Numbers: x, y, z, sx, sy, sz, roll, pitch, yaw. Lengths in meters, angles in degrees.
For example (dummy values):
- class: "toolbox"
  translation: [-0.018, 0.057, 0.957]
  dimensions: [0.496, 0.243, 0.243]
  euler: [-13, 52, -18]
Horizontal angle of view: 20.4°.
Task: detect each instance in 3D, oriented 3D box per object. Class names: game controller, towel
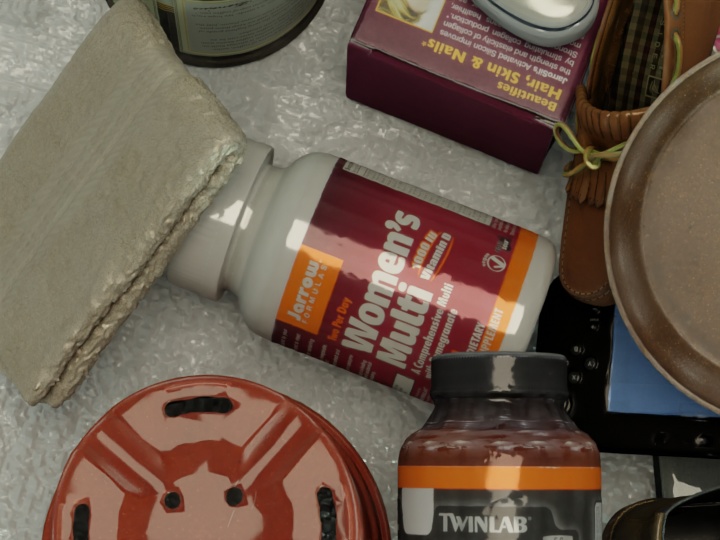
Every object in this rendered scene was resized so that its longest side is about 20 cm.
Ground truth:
- class: "game controller"
  translation: [0.190, 0.049, 1.077]
  dimensions: [0.198, 0.042, 0.105]
  euler: [1, 86, 23]
- class: "towel"
  translation: [-0.148, -0.034, 1.092]
  dimensions: [0.200, 0.034, 0.133]
  euler: [-51, 55, 17]

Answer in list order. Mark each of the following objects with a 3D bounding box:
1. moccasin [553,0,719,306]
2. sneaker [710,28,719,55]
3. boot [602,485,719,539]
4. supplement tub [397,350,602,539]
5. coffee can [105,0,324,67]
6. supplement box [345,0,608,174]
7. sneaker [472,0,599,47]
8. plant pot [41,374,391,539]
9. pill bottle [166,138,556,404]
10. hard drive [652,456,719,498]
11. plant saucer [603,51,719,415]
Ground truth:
- class: "moccasin"
  translation: [0.143, -0.080, 1.064]
  dimensions: [0.073, 0.077, 0.203]
  euler: [30, 108, 43]
- class: "sneaker"
  translation: [0.212, -0.079, 1.108]
  dimensions: [0.073, 0.088, 0.200]
  euler: [-3, 38, -37]
- class: "boot"
  translation: [0.232, 0.148, 1.058]
  dimensions: [0.198, 0.097, 0.075]
  euler: [-1, 78, -2]
- class: "supplement tub"
  translation: [0.070, 0.143, 1.009]
  dimensions: [0.106, 0.107, 0.202]
  euler: [0, 84, -2]
- class: "coffee can"
  translation: [-0.082, -0.213, 1.105]
  dimensions: [0.145, 0.200, 0.148]
  euler: [1, 78, -3]
- class: "supplement box"
  translation: [0.086, -0.178, 1.153]
  dimensions: [0.130, 0.103, 0.201]
  euler: [23, 77, 3]
- class: "sneaker"
  translation: [0.064, -0.212, 1.071]
  dimensions: [0.073, 0.071, 0.201]
  euler: [-30, 79, -7]
- class: "plant pot"
  translation: [-0.076, 0.141, 1.031]
  dimensions: [0.199, 0.195, 0.203]
  euler: [1, 78, -3]
- class: "pill bottle"
  translation: [0.000, 0.000, 1.109]
  dimensions: [0.199, 0.110, 0.110]
  euler: [21, 78, 2]
- class: "hard drive"
  translation: [0.240, 0.178, 1.119]
  dimensions: [0.138, 0.033, 0.202]
  euler: [-3, 78, -3]
- class: "plant saucer"
  translation: [0.223, -0.020, 1.012]
  dimensions: [0.198, 0.034, 0.202]
  euler: [1, 98, 6]
